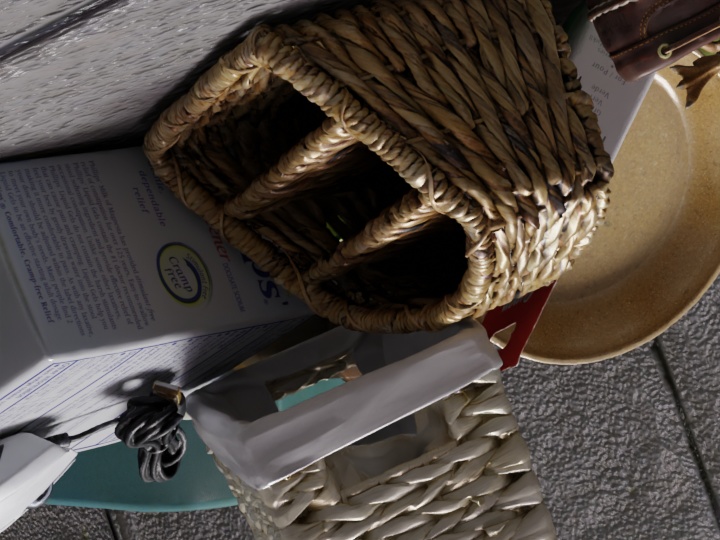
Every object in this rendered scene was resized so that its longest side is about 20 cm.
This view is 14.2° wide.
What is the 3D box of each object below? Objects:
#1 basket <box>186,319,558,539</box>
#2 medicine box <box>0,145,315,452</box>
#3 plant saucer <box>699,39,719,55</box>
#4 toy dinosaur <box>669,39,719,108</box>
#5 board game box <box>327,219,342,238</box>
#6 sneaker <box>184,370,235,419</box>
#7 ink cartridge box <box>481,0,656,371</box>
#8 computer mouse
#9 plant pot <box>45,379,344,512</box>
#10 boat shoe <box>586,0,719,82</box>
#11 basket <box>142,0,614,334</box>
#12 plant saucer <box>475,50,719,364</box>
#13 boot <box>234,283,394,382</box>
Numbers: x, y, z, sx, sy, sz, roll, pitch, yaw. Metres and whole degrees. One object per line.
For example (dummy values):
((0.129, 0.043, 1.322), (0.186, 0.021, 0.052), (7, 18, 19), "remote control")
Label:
((0.005, 0.100, 1.428), (0.135, 0.124, 0.200), (-23, -174, -8), "basket")
((-0.151, 0.021, 1.455), (0.199, 0.103, 0.182), (-11, 164, -47), "medicine box")
((0.126, -0.098, 1.726), (0.199, 0.031, 0.200), (-19, 175, -2), "plant saucer")
((0.215, -0.136, 1.560), (0.106, 0.061, 0.200), (-23, 174, 28), "toy dinosaur")
((-0.069, -0.010, 1.641), (0.199, 0.048, 0.102), (-32, 180, 9), "board game box")
((-0.095, 0.031, 1.789), (0.079, 0.130, 0.199), (-22, 175, 42), "sneaker")
((0.086, -0.041, 1.476), (0.201, 0.050, 0.161), (-62, -175, -12), "ink cartridge box")
((-0.176, 0.112, 1.447), (0.199, 0.044, 0.110), (-19, 168, -13), "computer mouse")
((-0.098, 0.082, 1.905), (0.199, 0.142, 0.141), (5, -168, 38), "plant pot")
((0.196, -0.141, 1.370), (0.199, 0.071, 0.070), (-19, 174, -19), "boat shoe")
((0.006, -0.038, 1.330), (0.148, 0.143, 0.200), (-18, 175, -24), "basket")
((0.127, -0.046, 1.636), (0.199, 0.201, 0.035), (-18, -152, -17), "plant saucer")
((0.000, 0.000, 1.628), (0.096, 0.075, 0.200), (-4, -157, 28), "boot")
